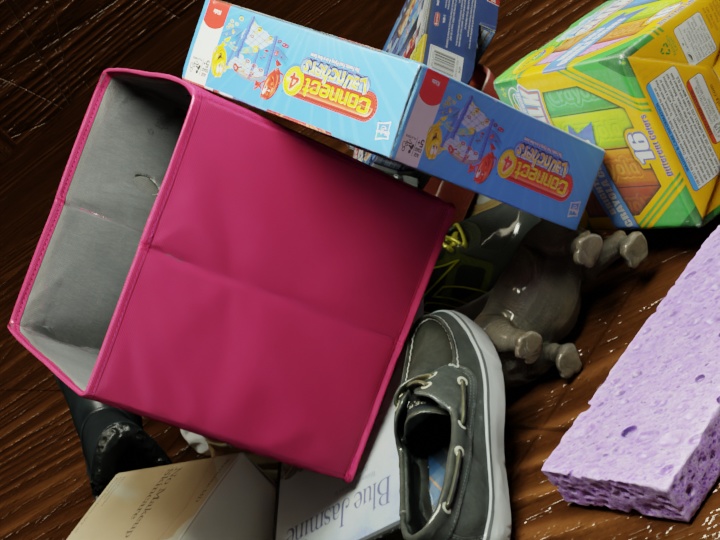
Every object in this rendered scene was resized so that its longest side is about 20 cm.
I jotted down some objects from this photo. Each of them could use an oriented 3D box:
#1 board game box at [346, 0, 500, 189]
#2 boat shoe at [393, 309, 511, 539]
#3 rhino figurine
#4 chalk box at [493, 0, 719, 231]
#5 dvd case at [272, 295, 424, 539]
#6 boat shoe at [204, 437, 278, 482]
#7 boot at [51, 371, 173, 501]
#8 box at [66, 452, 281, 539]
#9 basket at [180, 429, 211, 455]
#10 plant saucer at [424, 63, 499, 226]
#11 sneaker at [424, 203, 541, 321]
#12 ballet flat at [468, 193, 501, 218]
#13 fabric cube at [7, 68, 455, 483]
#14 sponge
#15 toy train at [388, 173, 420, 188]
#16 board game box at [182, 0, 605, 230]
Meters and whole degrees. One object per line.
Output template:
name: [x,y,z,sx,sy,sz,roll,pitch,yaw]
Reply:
board game box: [0.041,-0.134,1.284,0.201,0.061,0.201,121,165,-44]
boat shoe: [0.049,0.094,0.966,0.069,0.056,0.201,-40,35,28]
rhino figurine: [0.102,0.047,1.042,0.201,0.060,0.087,-55,25,-11]
chalk box: [0.183,-0.109,1.079,0.123,0.126,0.199,-35,14,-23]
dvd case: [-0.009,0.107,1.083,0.142,0.017,0.202,-33,42,40]
boat shoe: [-0.055,0.114,1.204,0.199,0.072,0.076,-26,24,42]
boot: [-0.209,0.119,1.343,0.075,0.203,0.168,-14,7,-15]
box: [-0.135,0.200,1.173,0.199,0.078,0.095,-19,29,52]
basket: [-0.133,0.015,1.402,0.160,0.201,0.199,-34,19,7]
plant saucer: [0.063,-0.077,1.322,0.200,0.036,0.202,-117,49,-75]
sneaker: [0.046,0.004,1.189,0.199,0.085,0.075,-37,29,3]
ballet flat: [0.134,-0.094,1.278,0.200,0.063,0.068,-50,19,-18]
fabric cube: [-0.090,-0.002,1.060,0.196,0.198,0.202,22,91,63]
sponge: [0.193,0.050,0.893,0.200,0.030,0.111,-50,19,-21]
toy train: [0.000,0.000,1.258,0.034,0.045,0.201,-87,14,-46]
board game box: [0.022,-0.099,1.011,0.195,0.199,0.057,25,95,42]
